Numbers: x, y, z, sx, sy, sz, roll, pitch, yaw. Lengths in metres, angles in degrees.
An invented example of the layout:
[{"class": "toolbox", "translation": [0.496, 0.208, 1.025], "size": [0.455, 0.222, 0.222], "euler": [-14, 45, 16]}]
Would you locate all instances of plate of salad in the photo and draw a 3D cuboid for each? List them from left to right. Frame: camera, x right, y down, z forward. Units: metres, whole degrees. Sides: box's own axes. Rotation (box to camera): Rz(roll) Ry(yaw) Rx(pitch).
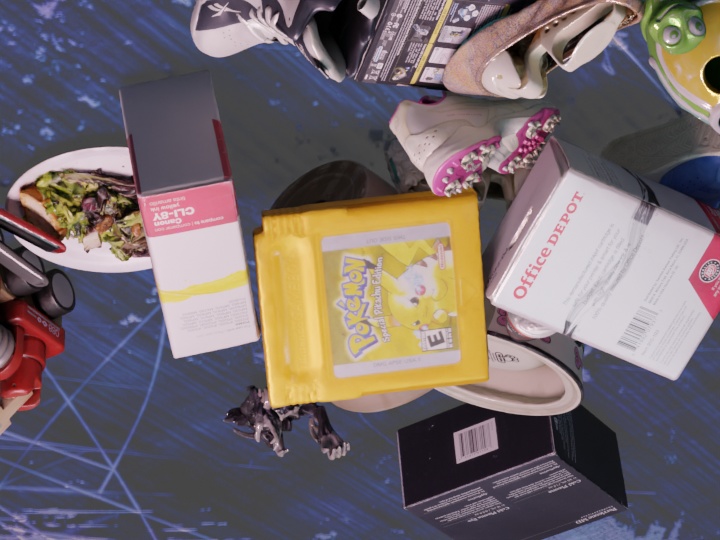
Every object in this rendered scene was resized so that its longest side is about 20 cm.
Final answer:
[{"class": "plate of salad", "translation": [-0.228, -0.046, 1.792], "size": [0.198, 0.048, 0.201], "euler": [-4, 146, -3]}]

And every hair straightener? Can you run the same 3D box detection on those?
[{"class": "hair straightener", "translation": [-0.361, -0.036, 1.732], "size": [0.199, 0.078, 0.041], "euler": [33, 160, -27]}]

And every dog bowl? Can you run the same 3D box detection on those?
[{"class": "dog bowl", "translation": [0.135, 0.071, 1.948], "size": [0.198, 0.074, 0.201], "euler": [15, 157, 7]}]

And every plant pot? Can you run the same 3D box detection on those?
[{"class": "plant pot", "translation": [0.000, 0.000, 1.792], "size": [0.199, 0.201, 0.174], "euler": [-22, 128, 23]}]

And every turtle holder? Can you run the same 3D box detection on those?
[{"class": "turtle holder", "translation": [0.298, -0.188, 1.555], "size": [0.140, 0.133, 0.186], "euler": [-13, 158, 6]}]

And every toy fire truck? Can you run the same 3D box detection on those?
[{"class": "toy fire truck", "translation": [-0.363, 0.079, 1.821], "size": [0.128, 0.202, 0.176], "euler": [-20, 144, 20]}]

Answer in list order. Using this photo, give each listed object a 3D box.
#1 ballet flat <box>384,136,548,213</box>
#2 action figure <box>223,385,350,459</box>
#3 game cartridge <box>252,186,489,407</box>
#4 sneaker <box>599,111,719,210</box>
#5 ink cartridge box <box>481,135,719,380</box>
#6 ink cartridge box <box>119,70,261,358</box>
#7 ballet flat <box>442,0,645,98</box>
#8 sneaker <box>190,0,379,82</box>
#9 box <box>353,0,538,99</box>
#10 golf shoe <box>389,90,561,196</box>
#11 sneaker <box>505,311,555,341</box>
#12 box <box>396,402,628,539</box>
[{"class": "ballet flat", "translation": [0.117, -0.081, 1.775], "size": [0.198, 0.072, 0.072], "euler": [4, 146, -15]}, {"class": "action figure", "translation": [-0.068, 0.150, 2.065], "size": [0.118, 0.103, 0.200], "euler": [2, 146, -33]}, {"class": "game cartridge", "translation": [0.010, 0.025, 1.700], "size": [0.198, 0.032, 0.178], "euler": [-7, 107, -6]}, {"class": "sneaker", "translation": [0.326, -0.092, 1.779], "size": [0.198, 0.077, 0.111], "euler": [-17, 144, 17]}, {"class": "ink cartridge box", "translation": [0.224, -0.011, 1.726], "size": [0.199, 0.084, 0.146], "euler": [23, 113, -17]}, {"class": "ink cartridge box", "translation": [-0.147, -0.046, 1.678], "size": [0.083, 0.146, 0.201], "euler": [-12, 136, -5]}, {"class": "ballet flat", "translation": [0.145, -0.179, 1.544], "size": [0.068, 0.068, 0.199], "euler": [20, 137, -41]}, {"class": "sneaker", "translation": [-0.056, -0.192, 1.522], "size": [0.198, 0.131, 0.079], "euler": [-24, 142, 27]}, {"class": "box", "translation": [0.093, -0.222, 1.573], "size": [0.159, 0.050, 0.201], "euler": [5, 145, -13]}, {"class": "golf shoe", "translation": [0.101, -0.127, 1.672], "size": [0.199, 0.091, 0.076], "euler": [-20, 148, -54]}, {"class": "sneaker", "translation": [0.211, 0.002, 1.846], "size": [0.199, 0.077, 0.082], "euler": [-29, 169, -17]}, {"class": "box", "translation": [0.172, 0.227, 2.212], "size": [0.199, 0.105, 0.182], "euler": [-23, 142, 25]}]
